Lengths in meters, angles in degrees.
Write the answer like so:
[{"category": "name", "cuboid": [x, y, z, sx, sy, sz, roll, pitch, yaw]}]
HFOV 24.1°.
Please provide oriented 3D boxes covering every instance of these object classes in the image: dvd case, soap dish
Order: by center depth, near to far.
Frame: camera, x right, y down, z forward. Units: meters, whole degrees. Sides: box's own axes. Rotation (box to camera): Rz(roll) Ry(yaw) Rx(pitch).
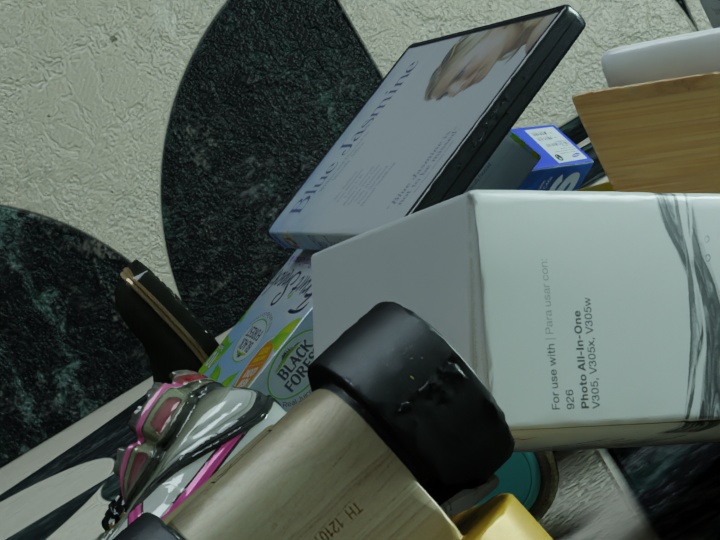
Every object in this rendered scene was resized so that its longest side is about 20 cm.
[{"category": "soap dish", "cuboid": [0.208, -0.054, 0.716, 0.198, 0.082, 0.157, -5, -10, 26]}, {"category": "dvd case", "cuboid": [0.027, -0.069, 0.873, 0.143, 0.018, 0.200, -54, 17, -11]}]

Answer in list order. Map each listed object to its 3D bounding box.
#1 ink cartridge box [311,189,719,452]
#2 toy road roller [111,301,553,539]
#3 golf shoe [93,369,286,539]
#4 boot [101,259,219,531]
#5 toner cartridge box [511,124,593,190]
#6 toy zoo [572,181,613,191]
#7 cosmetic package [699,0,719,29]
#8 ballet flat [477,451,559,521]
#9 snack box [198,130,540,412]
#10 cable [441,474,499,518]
[{"category": "ink cartridge box", "cuboid": [0.097, 0.023, 0.632, 0.198, 0.085, 0.146, 0, -9, -25]}, {"category": "toy road roller", "cuboid": [0.000, 0.115, 0.501, 0.123, 0.146, 0.200, -40, -5, -17]}, {"category": "golf shoe", "cuboid": [-0.088, 0.149, 0.795, 0.073, 0.091, 0.202, 40, -112, -60]}, {"category": "boot", "cuboid": [-0.128, 0.109, 1.063, 0.138, 0.201, 0.077, -36, 16, -4]}, {"category": "toner cartridge box", "cuboid": [0.071, -0.002, 1.132, 0.095, 0.043, 0.201, -10, -44, -47]}, {"category": "toy zoo", "cuboid": [0.168, -0.032, 0.944, 0.130, 0.021, 0.200, 0, -5, -23]}, {"category": "cosmetic package", "cuboid": [0.290, -0.153, 0.883, 0.164, 0.201, 0.165, -32, 15, -7]}, {"category": "ballet flat", "cuboid": [0.022, 0.118, 0.815, 0.199, 0.071, 0.071, -27, 6, 32]}, {"category": "snack box", "cuboid": [0.000, 0.000, 0.927, 0.201, 0.053, 0.142, -52, 11, -6]}, {"category": "cable", "cuboid": [-0.039, 0.162, 0.678, 0.199, 0.070, 0.200, -36, 5, -35]}]
